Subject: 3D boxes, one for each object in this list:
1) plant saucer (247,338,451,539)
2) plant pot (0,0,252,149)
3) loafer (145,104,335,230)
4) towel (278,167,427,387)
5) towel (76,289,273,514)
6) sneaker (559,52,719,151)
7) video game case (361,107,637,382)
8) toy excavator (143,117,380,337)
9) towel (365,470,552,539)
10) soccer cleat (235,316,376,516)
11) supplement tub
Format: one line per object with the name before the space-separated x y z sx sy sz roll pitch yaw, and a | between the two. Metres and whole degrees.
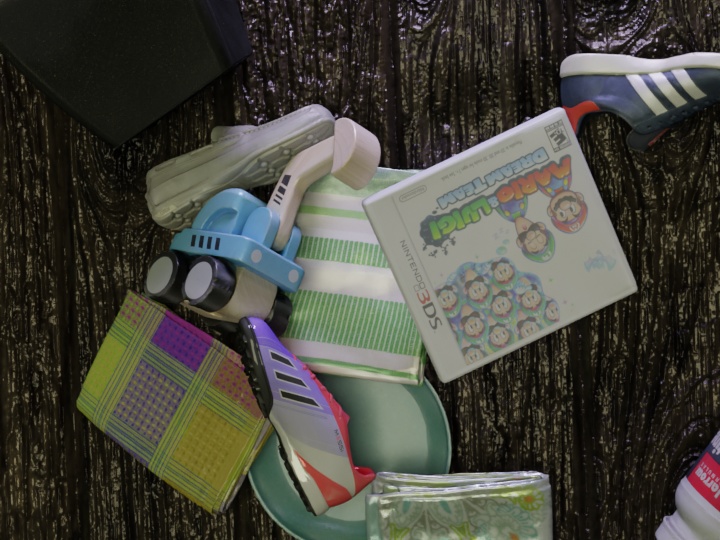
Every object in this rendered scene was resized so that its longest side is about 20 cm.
plant saucer | -0.010 0.163 1.558 0.198 0.036 0.202 0 92 12
plant pot | -0.209 -0.227 1.515 0.199 0.200 0.178 -33 99 10
loafer | -0.116 -0.109 1.551 0.199 0.070 0.070 -26 67 13
towel | 0.000 0.000 1.535 0.151 0.023 0.202 6 81 12
towel | -0.171 0.124 1.575 0.199 0.023 0.144 31 98 22
sneaker | 0.276 -0.148 1.472 0.199 0.075 0.085 2 91 21
video game case | 0.126 -0.022 1.486 0.199 0.024 0.183 -25 102 -3
toy excavator | -0.085 -0.044 1.511 0.194 0.100 0.201 7 74 48
towel | 0.093 0.279 1.513 0.170 0.048 0.202 -2 102 4
soccer cleat | -0.052 0.123 1.499 0.073 0.068 0.201 -25 107 -7
supplement tub | 0.362 0.186 1.430 0.140 0.140 0.201 36 98 8
